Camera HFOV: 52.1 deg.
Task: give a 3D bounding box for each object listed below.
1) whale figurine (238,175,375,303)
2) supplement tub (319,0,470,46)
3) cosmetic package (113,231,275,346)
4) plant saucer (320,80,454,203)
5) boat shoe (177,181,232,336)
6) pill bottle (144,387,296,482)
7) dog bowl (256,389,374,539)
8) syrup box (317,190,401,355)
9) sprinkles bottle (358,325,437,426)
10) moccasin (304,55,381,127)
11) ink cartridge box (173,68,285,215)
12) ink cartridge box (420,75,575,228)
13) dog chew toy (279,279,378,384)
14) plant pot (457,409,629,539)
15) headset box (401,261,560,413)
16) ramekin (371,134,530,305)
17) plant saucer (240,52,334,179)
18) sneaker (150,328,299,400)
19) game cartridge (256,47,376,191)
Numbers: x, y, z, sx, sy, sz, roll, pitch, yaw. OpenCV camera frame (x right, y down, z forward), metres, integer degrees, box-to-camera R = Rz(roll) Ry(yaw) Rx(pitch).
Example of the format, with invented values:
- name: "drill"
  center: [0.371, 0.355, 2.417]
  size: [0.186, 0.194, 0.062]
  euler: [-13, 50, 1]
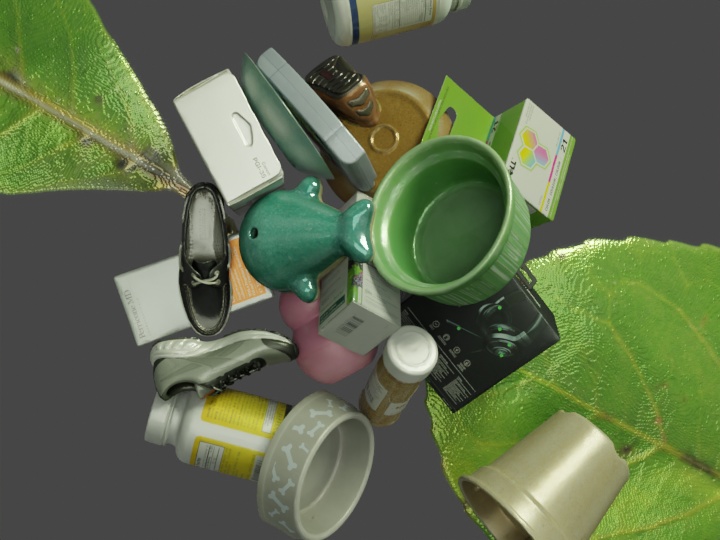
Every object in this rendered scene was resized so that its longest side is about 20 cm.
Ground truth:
- name: "whale figurine"
  center: [-0.072, -0.042, 0.915]
  size: [0.103, 0.197, 0.163]
  euler: [11, 78, -49]
- name: "supplement tub"
  center: [0.044, -0.403, 1.018]
  size: [0.196, 0.144, 0.147]
  euler: [-16, 92, -6]
- name: "cosmetic package"
  center: [-0.227, 0.022, 1.028]
  size: [0.197, 0.071, 0.103]
  euler: [-21, 93, -5]
- name: "plant saucer"
  center: [0.034, -0.180, 1.040]
  size: [0.196, 0.035, 0.204]
  euler: [-2, 79, 11]
- name: "boat shoe"
  center: [-0.202, -0.013, 0.963]
  size: [0.072, 0.060, 0.204]
  euler: [2, 91, -11]
- name: "pill bottle"
  center: [-0.188, 0.218, 1.013]
  size: [0.196, 0.111, 0.113]
  euler: [17, 89, -7]
- name: "dog bowl"
  center: [-0.052, 0.266, 0.988]
  size: [0.058, 0.199, 0.204]
  euler: [15, 88, 32]
- name: "syrup box"
  center: [0.000, 0.000, 0.972]
  size: [0.081, 0.202, 0.079]
  euler: [28, 131, -27]
- name: "sprinkles bottle"
  center: [0.046, 0.147, 0.994]
  size: [0.067, 0.201, 0.069]
  euler: [6, 59, -9]
- name: "moccasin"
  center: [-0.021, -0.239, 0.994]
  size: [0.073, 0.201, 0.078]
  euler: [-40, 122, -6]
- name: "ink cartridge box"
  center: [-0.166, -0.160, 0.968]
  size: [0.082, 0.200, 0.148]
  euler: [-28, 93, -4]
- name: "ink cartridge box"
  center: [0.191, -0.171, 1.022]
  size: [0.199, 0.075, 0.150]
  euler: [33, 63, -23]
- name: "dog chew toy"
  center: [-0.057, 0.052, 1.027]
  size: [0.123, 0.125, 0.203]
  euler: [-26, 85, -5]
- name: "plant pot"
  center: [0.270, 0.308, 1.038]
  size: [0.183, 0.200, 0.202]
  euler: [-39, 94, -16]
- name: "headset box"
  center: [0.155, 0.062, 1.021]
  size: [0.199, 0.093, 0.175]
  euler: [-39, 98, 18]
- name: "ramekin"
  center: [0.114, -0.055, 0.916]
  size: [0.197, 0.097, 0.204]
  euler: [-13, 65, 31]
- name: "plant saucer"
  center: [-0.107, -0.192, 0.976]
  size: [0.038, 0.201, 0.202]
  euler: [-37, 94, 1]
- name: "sneaker"
  center: [-0.177, 0.127, 0.973]
  size: [0.196, 0.074, 0.081]
  euler: [-9, 64, -1]
- name: "game cartridge"
  center: [-0.058, -0.198, 0.974]
  size: [0.041, 0.133, 0.201]
  euler: [-39, 74, -4]
